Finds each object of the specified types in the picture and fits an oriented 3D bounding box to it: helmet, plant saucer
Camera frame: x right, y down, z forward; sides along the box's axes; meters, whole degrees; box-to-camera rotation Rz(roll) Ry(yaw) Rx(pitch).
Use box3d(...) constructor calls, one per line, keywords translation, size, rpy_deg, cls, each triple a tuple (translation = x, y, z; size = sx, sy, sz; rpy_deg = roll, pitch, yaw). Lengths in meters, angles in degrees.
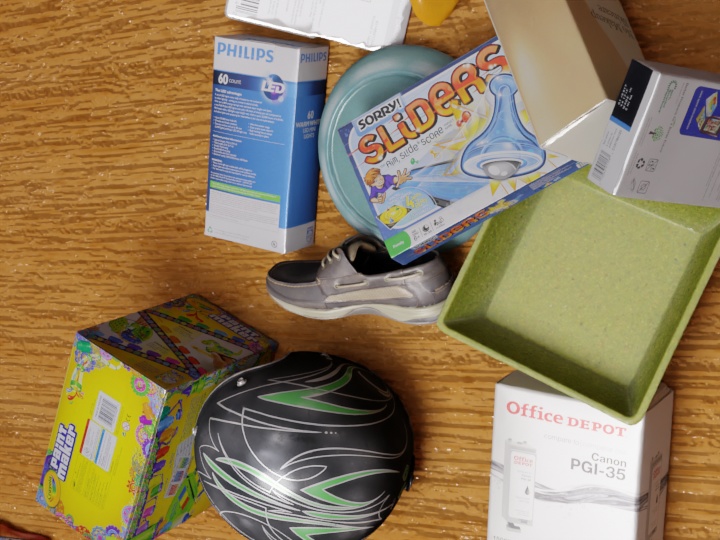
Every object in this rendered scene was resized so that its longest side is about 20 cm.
box3d(translation=(-0.056, 0.179, 1.248), size=(0.199, 0.190, 0.202), rpy_deg=(7, 104, 29), cls="helmet")
box3d(translation=(0.195, 0.003, 1.114), size=(0.199, 0.048, 0.201), rpy_deg=(26, 91, 25), cls="plant saucer")
box3d(translation=(0.041, -0.109, 1.218), size=(0.199, 0.027, 0.202), rpy_deg=(8, 107, 26), cls="plant saucer")

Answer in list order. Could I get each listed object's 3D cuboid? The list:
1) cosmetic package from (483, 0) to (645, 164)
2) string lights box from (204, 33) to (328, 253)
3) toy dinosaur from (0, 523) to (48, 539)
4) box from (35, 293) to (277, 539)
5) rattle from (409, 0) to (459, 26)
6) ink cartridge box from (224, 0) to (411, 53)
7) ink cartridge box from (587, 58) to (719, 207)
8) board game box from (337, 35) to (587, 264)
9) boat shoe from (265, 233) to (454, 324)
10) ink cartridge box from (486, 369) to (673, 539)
box3d(translation=(0.167, -0.190, 1.048), size=(0.071, 0.105, 0.201), rpy_deg=(-35, 61, 35), cls="cosmetic package")
box3d(translation=(-0.095, -0.127, 1.287), size=(0.102, 0.059, 0.202), rpy_deg=(14, 107, 28), cls="string lights box")
box3d(translation=(-0.473, 0.332, 1.605), size=(0.180, 0.105, 0.202), rpy_deg=(-21, 76, 13), cls="toy dinosaur")
box3d(translation=(-0.208, 0.155, 1.337), size=(0.121, 0.192, 0.201), rpy_deg=(28, 113, 23), cls="box")
box3d(translation=(0.098, -0.284, 1.077), size=(0.199, 0.129, 0.144), rpy_deg=(12, 95, 49), cls="rattle")
box3d(translation=(-0.023, -0.318, 1.213), size=(0.175, 0.045, 0.202), rpy_deg=(14, 109, 2), cls="ink cartridge box")
box3d(translation=(0.273, -0.101, 1.006), size=(0.039, 0.199, 0.100), rpy_deg=(43, 121, 50), cls="ink cartridge box")
box3d(translation=(0.092, -0.112, 1.134), size=(0.199, 0.034, 0.136), rpy_deg=(-29, 70, 15), cls="board game box")
box3d(translation=(0.000, 0.000, 1.241), size=(0.198, 0.075, 0.074), rpy_deg=(2, 121, 22), cls="boat shoe")
box3d(translation=(0.193, 0.196, 1.163), size=(0.145, 0.083, 0.202), rpy_deg=(9, 105, 30), cls="ink cartridge box")
